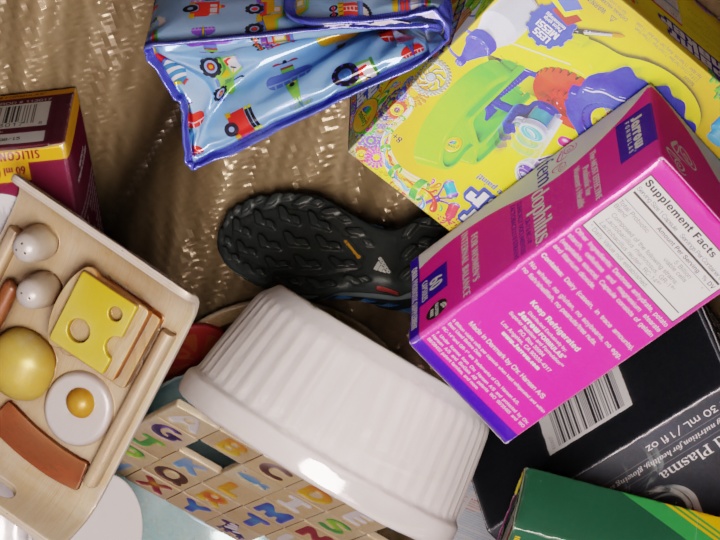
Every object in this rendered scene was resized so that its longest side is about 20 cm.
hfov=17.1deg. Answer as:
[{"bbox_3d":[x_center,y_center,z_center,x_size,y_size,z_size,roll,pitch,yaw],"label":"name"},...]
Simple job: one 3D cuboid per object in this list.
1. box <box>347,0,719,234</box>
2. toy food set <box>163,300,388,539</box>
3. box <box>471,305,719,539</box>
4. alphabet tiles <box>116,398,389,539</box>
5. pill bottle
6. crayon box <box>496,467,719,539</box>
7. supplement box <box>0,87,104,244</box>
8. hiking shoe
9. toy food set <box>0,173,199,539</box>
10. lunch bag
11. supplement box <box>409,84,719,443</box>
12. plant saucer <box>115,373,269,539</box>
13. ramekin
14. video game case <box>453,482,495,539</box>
[{"bbox_3d":[0.128,-0.109,1.545,0.200,0.122,0.193,36,115,-19],"label":"box"},{"bbox_3d":[-0.062,0.106,1.713,0.199,0.049,0.198,-21,118,13],"label":"toy food set"},{"bbox_3d":[0.209,0.152,1.677,0.200,0.124,0.197,-33,124,13],"label":"box"},{"bbox_3d":[-0.072,0.153,1.606,0.200,0.008,0.167,31,153,-16],"label":"alphabet tiles"},{"bbox_3d":[-0.248,0.172,1.664,0.199,0.111,0.111,3,128,41],"label":"pill bottle"},{"bbox_3d":[0.165,0.231,1.594,0.172,0.058,0.200,15,137,0],"label":"crayon box"},{"bbox_3d":[-0.232,-0.012,1.623,0.110,0.086,0.201,-6,120,3],"label":"supplement box"},{"bbox_3d":[0.000,0.000,1.635,0.199,0.075,0.087,9,160,15],"label":"hiking shoe"},{"bbox_3d":[-0.206,0.059,1.535,0.143,0.060,0.201,33,108,11],"label":"toy food set"},{"bbox_3d":[-0.023,-0.158,1.499,0.199,0.151,0.094,-15,119,9],"label":"lunch bag"},{"bbox_3d":[0.135,-0.004,1.478,0.200,0.101,0.103,-36,113,20],"label":"supplement box"},{"bbox_3d":[-0.080,0.142,1.683,0.200,0.039,0.202,0,120,1],"label":"plant saucer"},{"bbox_3d":[-0.009,0.088,1.535,0.202,0.202,0.095,30,89,-16],"label":"ramekin"},{"bbox_3d":[0.120,0.133,1.745,0.143,0.018,0.200,23,118,-12],"label":"video game case"}]
